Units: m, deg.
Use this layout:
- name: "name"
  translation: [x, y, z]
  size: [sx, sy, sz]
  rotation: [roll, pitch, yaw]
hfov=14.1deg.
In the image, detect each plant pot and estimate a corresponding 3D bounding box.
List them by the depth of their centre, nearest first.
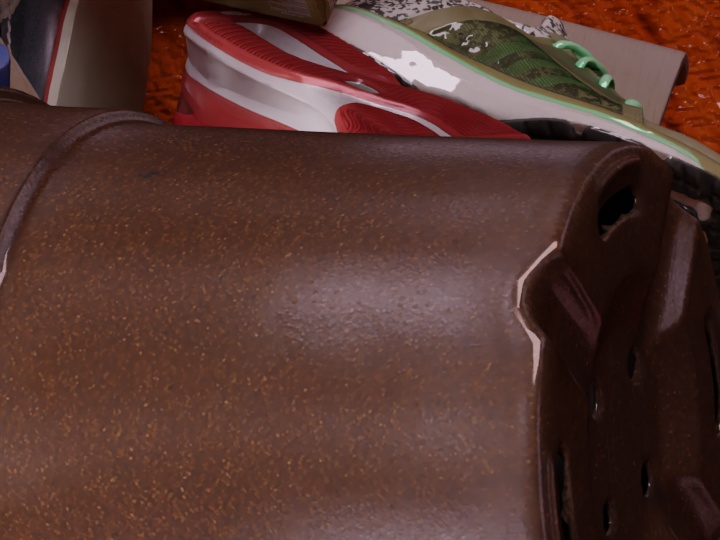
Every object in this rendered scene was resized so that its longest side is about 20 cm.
- name: "plant pot"
  translation: [-0.015, 0.044, 0.771]
  size: [0.197, 0.201, 0.201]
  rotation: [-3, 43, 25]

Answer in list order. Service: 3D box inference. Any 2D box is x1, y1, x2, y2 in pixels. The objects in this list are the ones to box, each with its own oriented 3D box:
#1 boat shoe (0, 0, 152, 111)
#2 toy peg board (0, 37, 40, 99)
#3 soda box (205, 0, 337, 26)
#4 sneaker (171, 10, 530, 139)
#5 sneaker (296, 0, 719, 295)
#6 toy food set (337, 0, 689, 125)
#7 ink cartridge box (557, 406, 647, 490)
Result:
- name: "boat shoe"
  translation: [-0.114, -0.114, 1.080]
  size: [0.062, 0.071, 0.202]
  rotation: [1, 74, 16]
- name: "toy peg board"
  translation: [-0.200, -0.078, 0.904]
  size: [0.198, 0.098, 0.200]
  rotation: [-11, 40, -23]
- name: "soda box"
  translation: [-0.094, -0.147, 1.012]
  size: [0.199, 0.064, 0.068]
  rotation: [14, 64, 21]
- name: "sneaker"
  translation: [0.000, 0.000, 0.957]
  size: [0.078, 0.116, 0.200]
  rotation: [0, 26, -34]
- name: "sneaker"
  translation: [0.068, -0.060, 1.031]
  size: [0.199, 0.077, 0.089]
  rotation: [26, 50, 14]
- name: "toy food set"
  translation: [0.029, -0.021, 1.080]
  size: [0.142, 0.061, 0.201]
  rotation: [15, 56, 10]
- name: "ink cartridge box"
  translation: [0.058, 0.048, 0.887]
  size: [0.199, 0.039, 0.099]
  rotation: [-8, 13, 31]
